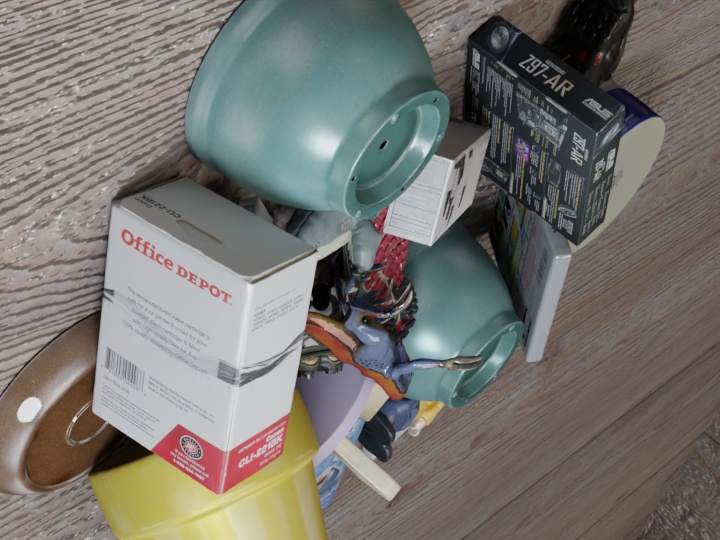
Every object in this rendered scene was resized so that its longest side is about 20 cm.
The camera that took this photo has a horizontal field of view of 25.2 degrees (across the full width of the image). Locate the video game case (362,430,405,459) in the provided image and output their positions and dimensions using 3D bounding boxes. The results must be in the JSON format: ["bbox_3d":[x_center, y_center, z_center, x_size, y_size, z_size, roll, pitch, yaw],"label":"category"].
[{"bbox_3d":[0.073,0.127,1.964,0.182,0.024,0.200,-40,157,-23],"label":"video game case"}]

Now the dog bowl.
[{"bbox_3d":[0.260,-0.118,1.858,0.200,0.079,0.200,-41,156,-23],"label":"dog bowl"}]

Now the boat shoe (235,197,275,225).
[{"bbox_3d":[-0.097,-0.014,1.369,0.057,0.069,0.200,-13,163,2],"label":"boat shoe"}]

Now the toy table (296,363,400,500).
[{"bbox_3d":[-0.049,0.157,1.605,0.200,0.184,0.117,-40,141,-4],"label":"toy table"}]

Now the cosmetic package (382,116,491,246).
[{"bbox_3d":[0.074,-0.086,1.486,0.200,0.051,0.083,-43,151,-71],"label":"cosmetic package"}]

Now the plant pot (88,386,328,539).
[{"bbox_3d":[-0.114,0.225,1.434,0.201,0.189,0.201,-23,-177,1],"label":"plant pot"}]

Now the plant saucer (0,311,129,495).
[{"bbox_3d":[-0.233,0.117,1.348,0.200,0.032,0.200,-41,156,-23],"label":"plant saucer"}]

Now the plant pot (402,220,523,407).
[{"bbox_3d":[0.088,0.063,1.729,0.200,0.134,0.200,-41,157,-21],"label":"plant pot"}]

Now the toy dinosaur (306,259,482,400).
[{"bbox_3d":[0.005,0.065,1.504,0.200,0.105,0.182,-13,139,-13],"label":"toy dinosaur"}]

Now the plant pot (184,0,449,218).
[{"bbox_3d":[-0.017,-0.124,1.238,0.200,0.134,0.200,-40,156,-22],"label":"plant pot"}]

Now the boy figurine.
[{"bbox_3d":[0.081,0.148,1.903,0.200,0.064,0.124,-30,148,-33],"label":"boy figurine"}]

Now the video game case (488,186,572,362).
[{"bbox_3d":[0.180,-0.029,1.738,0.022,0.182,0.200,-7,145,-9],"label":"video game case"}]

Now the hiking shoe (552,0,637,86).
[{"bbox_3d":[0.228,-0.202,1.666,0.200,0.076,0.101,-57,154,14],"label":"hiking shoe"}]

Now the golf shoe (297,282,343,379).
[{"bbox_3d":[-0.093,0.055,1.487,0.200,0.078,0.095,-8,108,-52],"label":"golf shoe"}]

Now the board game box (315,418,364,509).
[{"bbox_3d":[-0.085,0.231,1.799,0.200,0.043,0.199,-28,148,-44],"label":"board game box"}]

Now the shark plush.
[{"bbox_3d":[0.003,-0.083,1.411,0.200,0.091,0.083,-49,151,-3],"label":"shark plush"}]

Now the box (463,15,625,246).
[{"bbox_3d":[0.172,-0.132,1.557,0.044,0.160,0.200,-42,156,-20],"label":"box"}]

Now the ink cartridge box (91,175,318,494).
[{"bbox_3d":[-0.124,0.048,1.247,0.084,0.144,0.200,-29,139,-46],"label":"ink cartridge box"}]

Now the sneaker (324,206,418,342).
[{"bbox_3d":[0.000,0.000,1.563,0.081,0.075,0.200,-51,149,-34],"label":"sneaker"}]
